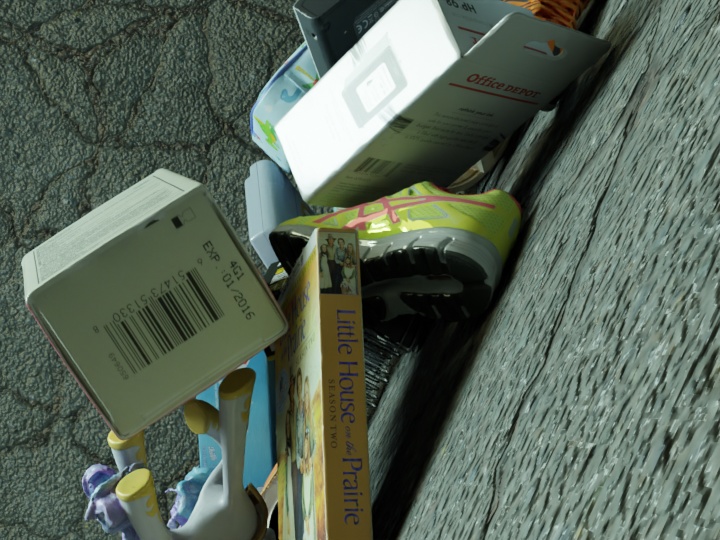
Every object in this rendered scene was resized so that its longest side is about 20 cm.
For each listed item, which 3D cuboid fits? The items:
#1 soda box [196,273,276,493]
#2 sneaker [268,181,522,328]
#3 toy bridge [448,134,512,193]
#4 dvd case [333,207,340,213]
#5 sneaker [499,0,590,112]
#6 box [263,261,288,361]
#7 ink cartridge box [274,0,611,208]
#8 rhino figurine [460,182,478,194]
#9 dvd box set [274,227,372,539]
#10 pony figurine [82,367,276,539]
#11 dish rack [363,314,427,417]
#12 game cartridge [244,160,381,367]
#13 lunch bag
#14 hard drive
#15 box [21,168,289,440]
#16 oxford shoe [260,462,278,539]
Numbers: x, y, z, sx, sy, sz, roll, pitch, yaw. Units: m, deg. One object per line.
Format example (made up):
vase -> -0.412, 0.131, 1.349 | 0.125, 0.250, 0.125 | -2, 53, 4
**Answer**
soda box -> -0.103, 0.104, 1.045 | 0.068, 0.064, 0.202 | 21, -114, -86
sneaker -> 0.024, -0.017, 0.808 | 0.199, 0.078, 0.090 | 5, 45, 42
toy bridge -> 0.091, -0.110, 1.010 | 0.200, 0.027, 0.067 | -44, -46, -25
dvd case -> 0.035, -0.089, 1.190 | 0.200, 0.022, 0.147 | -47, -41, -44
sneaker -> 0.140, -0.198, 0.916 | 0.112, 0.077, 0.200 | -52, 15, 25
box -> 0.000, 0.000, 0.966 | 0.159, 0.050, 0.200 | -24, 8, 4
ink cartridge box -> 0.052, -0.121, 0.814 | 0.115, 0.067, 0.200 | 3, -34, -46
rhino figurine -> 0.055, -0.115, 1.039 | 0.199, 0.060, 0.088 | -2, -54, -47
dvd box set -> -0.026, 0.094, 0.742 | 0.146, 0.029, 0.201 | 125, 145, -65
pony figurine -> -0.108, 0.190, 0.802 | 0.193, 0.166, 0.201 | -45, -49, -39
dish rack -> -0.008, 0.101, 1.048 | 0.201, 0.054, 0.153 | -64, 1, 10
game cartridge -> -0.042, 0.003, 1.167 | 0.041, 0.200, 0.134 | -30, 37, 9
lunch bag -> -0.011, -0.178, 1.138 | 0.200, 0.082, 0.161 | -47, -1, -10
hard drive -> 0.029, -0.182, 1.029 | 0.139, 0.033, 0.200 | -42, -36, -15
box -> -0.143, 0.014, 0.822 | 0.127, 0.109, 0.200 | -34, 14, -9
oxford shoe -> -0.074, 0.220, 0.945 | 0.201, 0.071, 0.073 | -62, 8, 3
